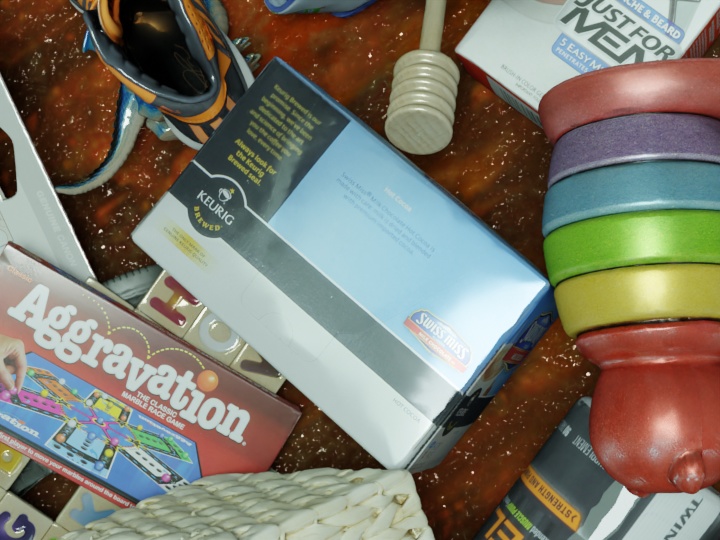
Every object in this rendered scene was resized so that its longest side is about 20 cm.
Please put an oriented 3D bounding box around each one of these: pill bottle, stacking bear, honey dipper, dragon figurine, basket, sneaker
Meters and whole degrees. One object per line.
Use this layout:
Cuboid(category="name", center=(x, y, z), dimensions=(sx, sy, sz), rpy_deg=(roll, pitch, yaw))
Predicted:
Cuboid(category="pill bottle", center=(0.105, 0.178, 0.776), dimensions=(0.106, 0.106, 0.201), rpy_deg=(37, 93, 13))
Cuboid(category="stacking bear", center=(0.148, 0.009, 0.700), dimensions=(0.113, 0.121, 0.202), rpy_deg=(2, 78, -21))
Cuboid(category="honey dipper", center=(0.045, -0.153, 0.816), dimensions=(0.038, 0.038, 0.201), rpy_deg=(1, 53, 13))
Cuboid(category="dragon figurine", center=(-0.132, -0.137, 0.882), dimensions=(0.200, 0.059, 0.099), rpy_deg=(-46, 75, 1))
Cuboid(category="basket", center=(-0.055, 0.178, 0.740), dimensions=(0.199, 0.135, 0.125), rpy_deg=(-10, 95, 49))
Cuboid(category="sneaker", center=(-0.129, -0.163, 0.797), dimensions=(0.077, 0.112, 0.200), rpy_deg=(-39, 76, 1))
Cuboid(category="sneaker", center=(-0.184, 0.082, 0.878), dimensions=(0.199, 0.060, 0.105), rpy_deg=(-27, 88, 6))

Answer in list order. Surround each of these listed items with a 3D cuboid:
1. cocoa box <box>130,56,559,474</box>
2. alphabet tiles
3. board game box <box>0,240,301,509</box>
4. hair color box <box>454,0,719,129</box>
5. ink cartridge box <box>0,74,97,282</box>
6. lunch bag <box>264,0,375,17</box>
Cuboid(category="cocoa box", center=(0.000, 0.000, 0.802), dimensions=(0.200, 0.133, 0.132), rpy_deg=(40, 94, 13))
Cuboid(category="alphabet tiles", center=(-0.132, 0.105, 0.852), dimensions=(0.167, 0.008, 0.201), rpy_deg=(35, 91, -11))
Cuboid(category="board game box", center=(-0.144, 0.077, 0.834), dimensions=(0.199, 0.019, 0.103), rpy_deg=(31, 91, -11))
Cuboid(category="hair color box", center=(0.159, -0.169, 0.818), dimensions=(0.111, 0.064, 0.201), rpy_deg=(38, 93, 14))
Cuboid(category="ink cartridge box", center=(-0.269, -0.052, 0.884), dimensions=(0.175, 0.045, 0.201), rpy_deg=(-23, 95, 16))
Cuboid(category="lunch bag", center=(-0.021, -0.258, 0.834), dimensions=(0.160, 0.075, 0.202), rpy_deg=(-26, 73, 55))
